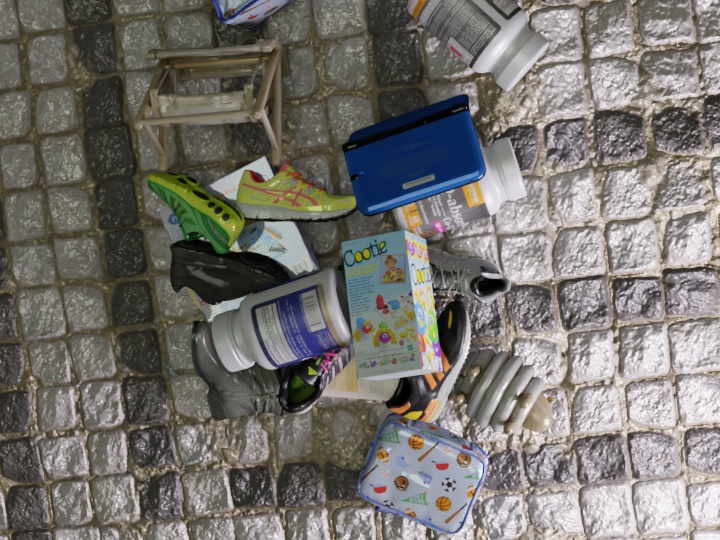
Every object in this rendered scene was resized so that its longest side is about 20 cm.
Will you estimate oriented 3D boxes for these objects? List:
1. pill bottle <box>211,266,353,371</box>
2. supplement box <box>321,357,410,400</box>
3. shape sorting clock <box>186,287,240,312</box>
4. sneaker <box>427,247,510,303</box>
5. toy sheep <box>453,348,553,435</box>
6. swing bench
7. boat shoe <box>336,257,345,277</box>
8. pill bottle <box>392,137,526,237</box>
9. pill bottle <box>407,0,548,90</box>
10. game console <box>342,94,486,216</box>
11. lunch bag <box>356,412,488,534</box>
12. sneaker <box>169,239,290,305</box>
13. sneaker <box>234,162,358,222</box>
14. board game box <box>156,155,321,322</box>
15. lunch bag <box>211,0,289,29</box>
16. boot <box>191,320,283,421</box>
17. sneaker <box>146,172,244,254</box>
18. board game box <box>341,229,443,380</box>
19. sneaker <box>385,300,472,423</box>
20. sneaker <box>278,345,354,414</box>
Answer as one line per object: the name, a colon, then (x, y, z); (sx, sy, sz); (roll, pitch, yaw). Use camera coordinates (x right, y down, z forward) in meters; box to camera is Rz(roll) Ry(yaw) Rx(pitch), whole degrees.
pill bottle: (-0.112, 0.079, 1.637); (0.199, 0.120, 0.121); (-18, 93, 13)
supplement box: (-0.009, 0.136, 1.769); (0.198, 0.074, 0.127); (3, 98, 10)
shape sorting clock: (-0.191, -0.007, 1.800); (0.198, 0.039, 0.202); (0, 92, 8)
sneaker: (0.137, 0.009, 1.681); (0.198, 0.115, 0.076); (2, 99, -13)
toy sheep: (0.210, 0.185, 1.710); (0.199, 0.138, 0.138); (34, 101, 13)
swing bench: (-0.222, -0.270, 1.691); (0.197, 0.130, 0.201); (-3, 59, 10)
boat shoe: (0.000, 0.000, 1.759); (0.198, 0.069, 0.057); (-15, 95, 3)
pill bottle: (0.146, -0.127, 1.693); (0.199, 0.116, 0.117); (-18, 93, 11)
pill bottle: (0.177, -0.370, 1.651); (0.200, 0.116, 0.116); (43, 101, 3)
game console: (0.084, -0.178, 1.674); (0.199, 0.118, 0.172); (-18, 76, 12)
lunch bag: (0.095, 0.328, 1.775); (0.199, 0.076, 0.161); (23, 102, 5)
sneaker: (-0.203, 0.014, 1.712); (0.199, 0.076, 0.091); (15, 107, 10)
sneaker: (-0.099, -0.119, 1.685); (0.198, 0.078, 0.091); (3, 90, 7)
board game box: (-0.193, -0.049, 1.758); (0.199, 0.041, 0.201); (-24, 89, 8)
lunch bag: (-0.136, -0.469, 1.674); (0.199, 0.170, 0.124); (-30, 96, 13)
boot: (-0.193, 0.156, 1.790); (0.130, 0.068, 0.201); (-9, 122, 8)
sneaker: (-0.265, -0.091, 1.695); (0.200, 0.074, 0.084); (35, 114, 31)
board game box: (0.047, 0.054, 1.619); (0.104, 0.103, 0.202); (-10, 80, 20)
sneaker: (0.101, 0.137, 1.673); (0.089, 0.070, 0.201); (12, 107, -22)
sneaker: (-0.064, 0.144, 1.697); (0.074, 0.087, 0.200); (36, 101, 5)
